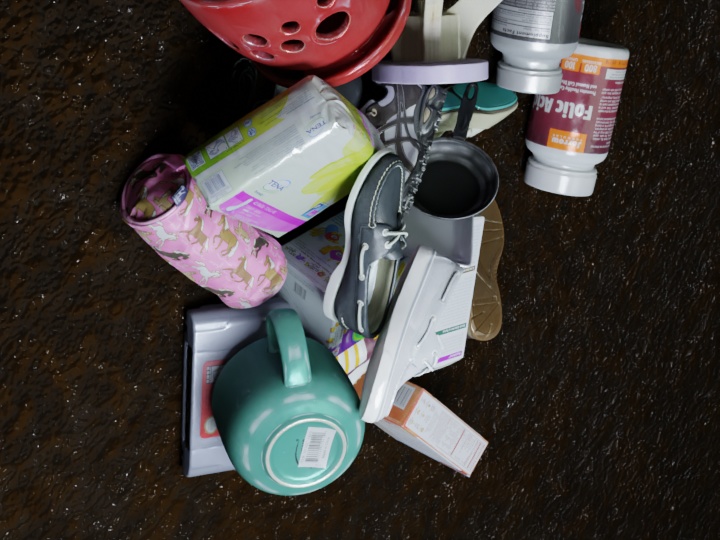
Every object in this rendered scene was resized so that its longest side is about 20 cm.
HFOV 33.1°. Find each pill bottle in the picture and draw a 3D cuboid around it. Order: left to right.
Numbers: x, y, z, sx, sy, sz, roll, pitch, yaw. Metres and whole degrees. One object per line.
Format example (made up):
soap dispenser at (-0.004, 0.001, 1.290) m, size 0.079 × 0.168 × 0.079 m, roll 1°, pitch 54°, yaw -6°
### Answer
pill bottle at (0.219, -0.324, 1.495) m, size 0.111 × 0.111 × 0.200 m, roll -16°, pitch 120°, yaw -45°
pill bottle at (0.284, -0.208, 1.625) m, size 0.114 × 0.114 × 0.200 m, roll -9°, pitch 114°, yaw -47°

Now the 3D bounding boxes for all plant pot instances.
plant pot at (-0.059, -0.276, 1.127) m, size 0.201 × 0.200 × 0.183 m, roll -58°, pitch 145°, yaw -11°

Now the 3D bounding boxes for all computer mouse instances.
computer mouse at (-0.063, -0.155, 1.301) m, size 0.200 × 0.046 × 0.141 m, roll -9°, pitch 114°, yaw -47°

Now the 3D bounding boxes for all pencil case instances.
pencil case at (-0.154, -0.036, 1.227) m, size 0.200 × 0.086 × 0.083 m, roll 47°, pitch 41°, yaw -49°

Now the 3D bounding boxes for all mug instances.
mug at (-0.080, 0.150, 1.271) m, size 0.152 × 0.114 × 0.185 m, roll -36°, pitch 124°, yaw 2°

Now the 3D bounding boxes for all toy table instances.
toy table at (0.073, -0.266, 1.319) m, size 0.184 × 0.200 × 0.117 m, roll -4°, pitch 103°, yaw -13°

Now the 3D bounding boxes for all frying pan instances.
frying pan at (0.093, -0.133, 1.388) m, size 0.115 × 0.190 × 0.031 m, roll -5°, pitch 148°, yaw -6°

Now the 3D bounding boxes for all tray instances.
tray at (0.076, -0.078, 1.389) m, size 0.022 × 0.107 × 0.200 m, roll 107°, pitch -8°, yaw -45°

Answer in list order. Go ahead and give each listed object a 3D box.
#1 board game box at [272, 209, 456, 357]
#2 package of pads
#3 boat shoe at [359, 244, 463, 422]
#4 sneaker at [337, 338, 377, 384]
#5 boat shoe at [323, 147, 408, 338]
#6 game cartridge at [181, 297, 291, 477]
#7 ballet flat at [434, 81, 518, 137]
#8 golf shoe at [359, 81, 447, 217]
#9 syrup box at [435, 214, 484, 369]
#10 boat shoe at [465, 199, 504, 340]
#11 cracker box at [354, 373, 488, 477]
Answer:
board game box at (0.000, 0.000, 1.387) m, size 0.200 × 0.105 × 0.103 m, roll -31°, pitch 147°, yaw -36°
package of pads at (-0.061, -0.107, 1.185) m, size 0.154 × 0.068 × 0.200 m, roll -32°, pitch 166°, yaw 11°
boat shoe at (0.056, 0.072, 1.266) m, size 0.072 × 0.068 × 0.200 m, roll 122°, pitch -10°, yaw -63°
sneaker at (-0.028, 0.086, 1.437) m, size 0.200 × 0.075 × 0.090 m, roll -56°, pitch 145°, yaw -15°
boat shoe at (0.019, -0.025, 1.222) m, size 0.076 × 0.060 × 0.200 m, roll -25°, pitch 136°, yaw -45°
game cartridge at (-0.130, 0.130, 1.339) m, size 0.133 × 0.041 × 0.200 m, roll -8°, pitch 115°, yaw -29°
ballet flat at (0.114, -0.192, 1.485) m, size 0.200 × 0.069 × 0.070 m, roll -10°, pitch 115°, yaw -45°
golf shoe at (0.030, -0.132, 1.326) m, size 0.078 × 0.094 × 0.200 m, roll 111°, pitch -3°, yaw -50°
syrup box at (0.090, 0.019, 1.538) m, size 0.081 × 0.079 × 0.200 m, roll -13°, pitch 117°, yaw -46°
boat shoe at (0.143, -0.008, 1.600) m, size 0.072 × 0.072 × 0.200 m, roll -4°, pitch 90°, yaw -30°
cracker box at (0.061, 0.184, 1.541) m, size 0.058 × 0.134 × 0.200 m, roll -59°, pitch 142°, yaw -11°
